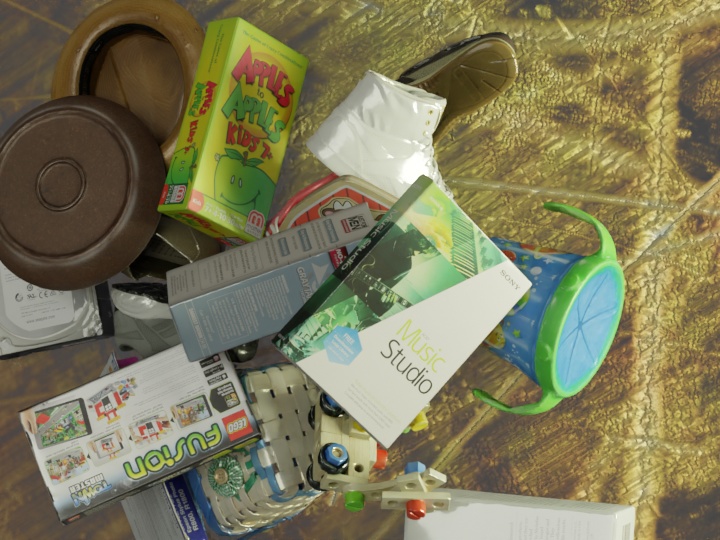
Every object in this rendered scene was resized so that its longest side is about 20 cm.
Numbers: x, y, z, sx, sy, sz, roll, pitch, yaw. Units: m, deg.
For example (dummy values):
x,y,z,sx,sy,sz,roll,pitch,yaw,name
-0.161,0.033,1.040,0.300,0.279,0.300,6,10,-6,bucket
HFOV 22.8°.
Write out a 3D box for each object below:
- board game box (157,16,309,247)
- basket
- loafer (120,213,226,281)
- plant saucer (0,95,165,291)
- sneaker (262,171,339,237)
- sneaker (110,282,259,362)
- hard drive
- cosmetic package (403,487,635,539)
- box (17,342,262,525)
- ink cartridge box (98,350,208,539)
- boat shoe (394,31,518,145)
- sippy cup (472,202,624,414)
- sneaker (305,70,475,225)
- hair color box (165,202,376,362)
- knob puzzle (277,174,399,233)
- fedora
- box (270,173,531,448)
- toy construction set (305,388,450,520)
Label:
x,y,z,sx,sy,sz,roll,pitch,yaw,name
-0.123,-0.135,1.761,0.047,0.101,0.201,-1,69,46,board game box
-0.121,0.174,1.752,0.200,0.138,0.178,-32,73,48,basket
-0.237,-0.035,1.803,0.198,0.068,0.076,9,125,3,loafer
-0.292,-0.081,1.773,0.199,0.034,0.202,-3,79,14,plant saucer
-0.069,-0.040,1.769,0.200,0.087,0.074,-42,73,11,sneaker
-0.175,0.066,1.792,0.199,0.074,0.080,15,104,43,sneaker
-0.340,-0.016,1.885,0.139,0.038,0.202,-11,81,17,hard drive
0.148,0.248,1.666,0.198,0.101,0.072,3,87,19,cosmetic package
-0.201,0.143,1.639,0.199,0.035,0.111,-22,78,-7,box
-0.207,0.190,1.750,0.043,0.200,0.198,-18,77,-23,ink cartridge box
0.069,-0.167,1.747,0.199,0.065,0.073,-26,107,21,boat shoe
0.159,0.033,1.672,0.130,0.140,0.178,21,56,29,sippy cup
0.060,-0.105,1.698,0.199,0.074,0.116,35,101,-21,sneaker
-0.072,0.009,1.616,0.199,0.099,0.061,-20,110,-1,hair color box
0.000,0.000,1.708,0.218,0.031,0.221,10,129,12,knob puzzle
-0.221,-0.179,1.835,0.199,0.082,0.202,-3,82,19,fedora
0.038,0.037,1.570,0.200,0.036,0.144,-49,115,-5,box
0.020,0.157,1.663,0.130,0.201,0.092,13,127,-16,toy construction set
